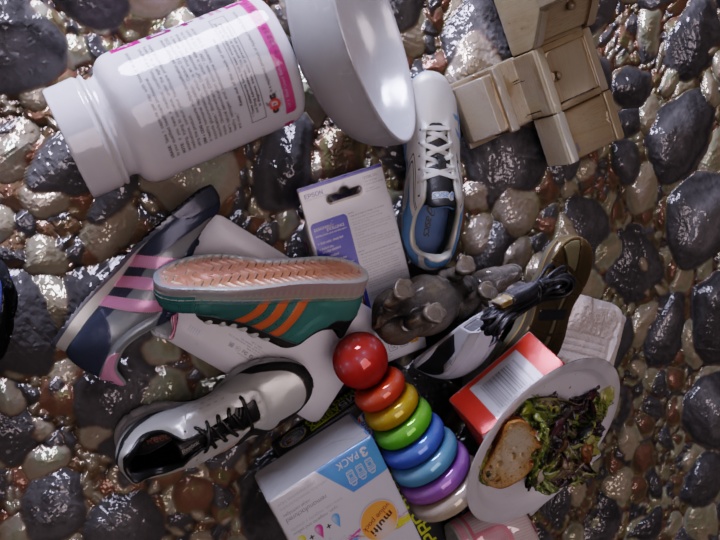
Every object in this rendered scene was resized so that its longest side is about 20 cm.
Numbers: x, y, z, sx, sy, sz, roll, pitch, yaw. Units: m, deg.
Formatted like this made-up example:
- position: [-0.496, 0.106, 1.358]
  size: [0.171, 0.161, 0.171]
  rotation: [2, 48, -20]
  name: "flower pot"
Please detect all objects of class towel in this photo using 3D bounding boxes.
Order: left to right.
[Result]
- position: [0.215, 0.087, 0.871]
  size: [0.197, 0.034, 0.135]
  rotation: [11, 93, -22]
  name: "towel"

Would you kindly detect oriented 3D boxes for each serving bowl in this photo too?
- position: [-0.015, -0.203, 0.678]
  size: [0.065, 0.200, 0.202]
  rotation: [-14, 106, 20]
  name: "serving bowl"

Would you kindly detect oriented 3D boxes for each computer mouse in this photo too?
- position: [0.122, 0.066, 0.753]
  size: [0.109, 0.200, 0.044]
  rotation: [-28, 78, -35]
  name: "computer mouse"

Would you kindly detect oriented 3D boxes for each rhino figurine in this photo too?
- position: [0.092, 0.024, 0.762]
  size: [0.198, 0.087, 0.060]
  rotation: [-16, 75, -36]
  name: "rhino figurine"

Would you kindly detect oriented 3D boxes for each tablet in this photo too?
- position: [-0.091, 0.050, 0.740]
  size: [0.199, 0.014, 0.131]
  rotation: [32, 94, -15]
  name: "tablet"

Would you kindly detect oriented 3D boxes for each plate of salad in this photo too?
- position: [0.187, 0.174, 0.737]
  size: [0.198, 0.048, 0.202]
  rotation: [-19, 128, -26]
  name: "plate of salad"

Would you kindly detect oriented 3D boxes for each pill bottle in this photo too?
- position: [-0.158, -0.147, 0.653]
  size: [0.198, 0.113, 0.115]
  rotation: [-27, 106, -15]
  name: "pill bottle"

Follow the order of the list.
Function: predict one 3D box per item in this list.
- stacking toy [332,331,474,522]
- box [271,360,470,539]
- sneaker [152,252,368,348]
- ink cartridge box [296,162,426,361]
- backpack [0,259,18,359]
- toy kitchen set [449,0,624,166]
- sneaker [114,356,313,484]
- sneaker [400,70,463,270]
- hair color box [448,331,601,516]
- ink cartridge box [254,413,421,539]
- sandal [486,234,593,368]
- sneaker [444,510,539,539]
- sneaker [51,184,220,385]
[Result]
- position: [0.036, 0.147, 0.742]
  size: [0.085, 0.085, 0.201]
  rotation: [-38, 105, -11]
  name: "stacking toy"
- position: [0.021, 0.224, 0.811]
  size: [0.159, 0.044, 0.202]
  rotation: [-32, 108, -14]
  name: "box"
- position: [-0.088, 0.034, 0.679]
  size: [0.197, 0.071, 0.081]
  rotation: [1, 117, -26]
  name: "sneaker"
- position: [0.000, 0.000, 0.776]
  size: [0.094, 0.037, 0.203]
  rotation: [-19, 107, -16]
  name: "ink cartridge box"
- position: [-0.375, 0.078, 0.591]
  size: [0.180, 0.134, 0.203]
  rotation: [9, 94, -22]
  name: "backpack"
- position: [0.195, -0.199, 0.741]
  size: [0.162, 0.180, 0.202]
  rotation: [-25, 102, -14]
  name: "toy kitchen set"
- position: [-0.134, 0.146, 0.707]
  size: [0.198, 0.080, 0.075]
  rotation: [-23, 105, -6]
  name: "sneaker"
- position: [0.077, -0.101, 0.771]
  size: [0.071, 0.072, 0.203]
  rotation: [-3, 98, -18]
  name: "sneaker"
- position: [0.181, 0.169, 0.808]
  size: [0.110, 0.064, 0.201]
  rotation: [-38, 133, -6]
  name: "hair color box"
- position: [-0.007, 0.262, 0.746]
  size: [0.114, 0.068, 0.202]
  rotation: [-29, 108, -14]
  name: "ink cartridge box"
- position: [0.180, 0.048, 0.803]
  size: [0.079, 0.054, 0.202]
  rotation: [6, 114, -32]
  name: "sandal"
- position: [0.156, 0.334, 0.843]
  size: [0.104, 0.075, 0.202]
  rotation: [-22, 124, -18]
  name: "sneaker"
- position: [-0.183, 0.014, 0.689]
  size: [0.082, 0.070, 0.200]
  rotation: [43, 90, -11]
  name: "sneaker"
